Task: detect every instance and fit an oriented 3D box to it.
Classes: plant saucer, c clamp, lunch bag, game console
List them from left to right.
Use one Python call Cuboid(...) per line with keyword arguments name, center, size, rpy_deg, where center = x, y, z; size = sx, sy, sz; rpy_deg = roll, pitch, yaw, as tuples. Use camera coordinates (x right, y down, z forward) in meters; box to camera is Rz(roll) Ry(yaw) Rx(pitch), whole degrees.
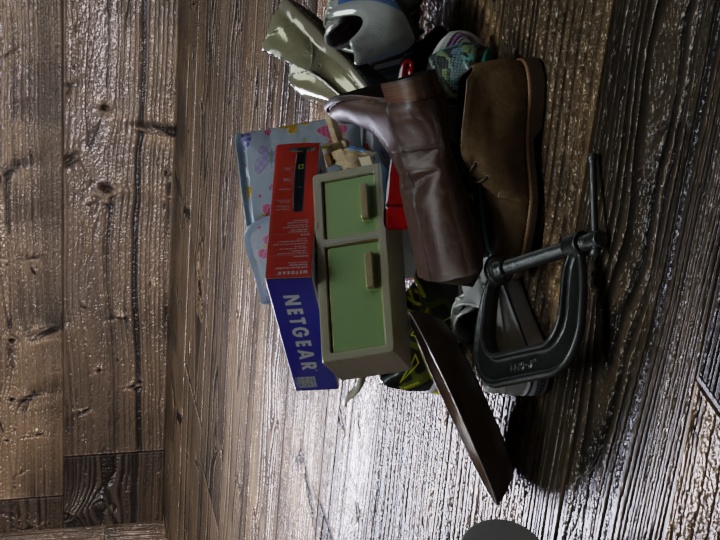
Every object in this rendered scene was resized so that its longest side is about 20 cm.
Cuboid(name="lunch bag", center=(-0.048, -0.068, 1.986), size=(0.127, 0.169, 0.201), rpy_deg=(52, -149, -73))
Cuboid(name="game console", center=(0.055, -0.144, 1.717), size=(0.200, 0.031, 0.178), rpy_deg=(-57, -30, -69))
Cuboid(name="plant saucer", center=(0.098, 0.124, 1.617), size=(0.200, 0.032, 0.201), rpy_deg=(155, 90, -88))
Cuboid(name="c clamp", center=(0.151, 0.013, 1.448), size=(0.200, 0.027, 0.172), rpy_deg=(-29, 56, 59))

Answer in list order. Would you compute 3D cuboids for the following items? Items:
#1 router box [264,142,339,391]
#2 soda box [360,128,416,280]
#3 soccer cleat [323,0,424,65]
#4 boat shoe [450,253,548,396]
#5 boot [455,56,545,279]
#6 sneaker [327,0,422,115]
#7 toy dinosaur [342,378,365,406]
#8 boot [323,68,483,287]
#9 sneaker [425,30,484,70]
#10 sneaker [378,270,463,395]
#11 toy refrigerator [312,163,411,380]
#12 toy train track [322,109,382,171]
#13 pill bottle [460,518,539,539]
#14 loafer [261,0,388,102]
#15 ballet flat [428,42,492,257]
Cuboid(name="router box", center=(-0.055, -0.003, 1.805), size=(0.200, 0.049, 0.180), rpy_deg=(79, -169, -50))
Cuboid(name="soda box", center=(0.039, -0.089, 1.879), size=(0.068, 0.063, 0.201), rpy_deg=(159, 108, -78))
Cuboid(name="soccer cleat", center=(-0.010, -0.264, 1.717), size=(0.200, 0.086, 0.070), rpy_deg=(51, 167, 57))
Cuboid(name="boat shoe", center=(0.115, 0.046, 1.587), size=(0.200, 0.065, 0.072), rpy_deg=(-108, 20, -47))
Cuboid(name="boot", center=(0.119, -0.090, 1.536), size=(0.074, 0.075, 0.201), rpy_deg=(-143, 50, -70))
Cuboid(name="sneaker", center=(0.041, -0.239, 1.813), size=(0.201, 0.087, 0.074), rpy_deg=(-62, 16, 6))
Cuboid(name="toy dinosaur", center=(-0.001, 0.062, 1.784), size=(0.088, 0.047, 0.201), rpy_deg=(-69, -13, -73))
Cuboid(name="boot", center=(0.041, -0.075, 1.576), size=(0.186, 0.064, 0.201), rpy_deg=(0, 108, 66))
Cuboid(name="sneaker", center=(0.085, -0.133, 1.663), size=(0.100, 0.074, 0.201), rpy_deg=(-136, 46, -72))
Cuboid(name="sneaker", center=(0.063, 0.053, 1.764), size=(0.075, 0.084, 0.201), rpy_deg=(-114, 24, -52))
Cuboid(name="toy refrigerator", center=(0.000, 0.000, 1.707), size=(0.070, 0.076, 0.201), rpy_deg=(49, -145, -63))
Cuboid(name="toy train track", center=(-0.018, -0.116, 1.837), size=(0.200, 0.032, 0.115), rpy_deg=(-157, 46, -73))
Cuboid(name="pill bottle", center=(0.110, 0.316, 1.561), size=(0.200, 0.111, 0.112), rpy_deg=(103, 160, -46))
Cuboid(name="loafer", center=(-0.030, -0.196, 1.750), size=(0.068, 0.076, 0.200), rpy_deg=(-50, 59, 15))
Cuboid(name="ballet flat", center=(0.092, -0.111, 1.591), size=(0.074, 0.074, 0.201), rpy_deg=(-143, 50, -72))
